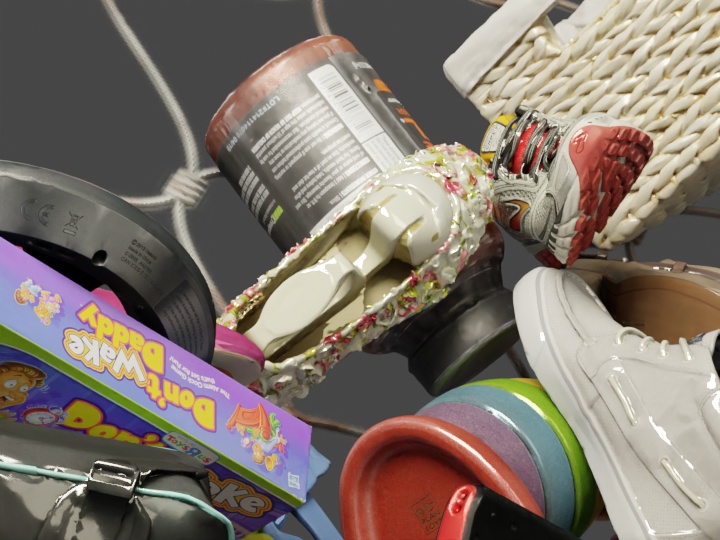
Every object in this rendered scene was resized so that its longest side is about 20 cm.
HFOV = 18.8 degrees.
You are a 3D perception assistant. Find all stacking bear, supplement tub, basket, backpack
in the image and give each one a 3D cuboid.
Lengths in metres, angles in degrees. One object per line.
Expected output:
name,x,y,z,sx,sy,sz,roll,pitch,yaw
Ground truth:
stacking bear,0.089,0.110,1.171,0.200,0.121,0.114,-16,73,-51
supplement tub,0.008,-0.028,1.223,0.107,0.107,0.200,-25,72,-44
basket,0.195,-0.141,1.351,0.161,0.198,0.200,52,29,9
backpack,-0.156,0.162,0.904,0.175,0.153,0.200,11,92,-15

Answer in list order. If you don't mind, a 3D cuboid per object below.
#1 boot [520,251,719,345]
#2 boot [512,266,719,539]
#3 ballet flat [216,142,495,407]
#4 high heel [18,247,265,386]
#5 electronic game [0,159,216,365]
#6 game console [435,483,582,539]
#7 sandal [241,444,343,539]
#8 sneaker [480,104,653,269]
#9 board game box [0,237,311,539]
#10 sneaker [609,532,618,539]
boot,0.188,0.026,1.259,0.200,0.070,0.146,12,13,32
boot,0.154,0.057,1.118,0.073,0.096,0.200,15,40,-45
ballet flat,0.000,0.000,1.122,0.076,0.064,0.200,42,72,12
high heel,-0.139,0.009,1.085,0.200,0.067,0.096,4,53,13
electronic game,-0.165,0.021,0.997,0.200,0.200,0.042,21,46,-18
game console,0.087,0.215,1.038,0.200,0.031,0.177,32,64,-40
sandal,-0.035,0.152,1.072,0.087,0.079,0.200,3,55,-37
sneaker,0.100,-0.049,1.188,0.082,0.200,0.078,36,79,0
board game box,-0.141,0.070,0.986,0.200,0.134,0.045,33,41,-30
sneaker,0.202,0.141,1.213,0.087,0.074,0.200,39,66,-4
